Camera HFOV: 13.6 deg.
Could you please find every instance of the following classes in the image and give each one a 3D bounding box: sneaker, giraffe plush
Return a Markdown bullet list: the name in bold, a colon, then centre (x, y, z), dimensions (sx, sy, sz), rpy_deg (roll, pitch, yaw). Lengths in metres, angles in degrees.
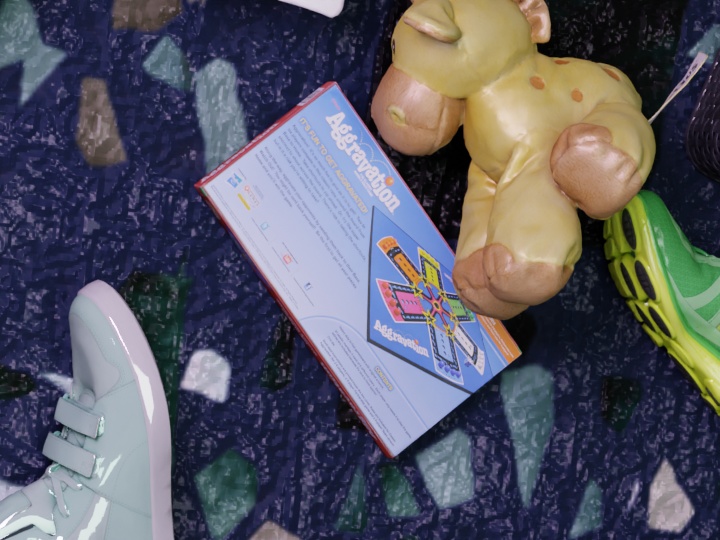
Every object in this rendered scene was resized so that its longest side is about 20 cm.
- **sneaker**: centre (-0.170, 0.111, 1.687), dimensions (0.117, 0.074, 0.202), rpy_deg (-9, 99, -23)
- **giraffe plush**: centre (0.079, -0.094, 1.723), dimensions (0.162, 0.173, 0.200), rpy_deg (37, 76, -7)
- **sneaker**: centre (0.216, 0.021, 1.813), dimensions (0.084, 0.074, 0.200), rpy_deg (-43, 114, -8)

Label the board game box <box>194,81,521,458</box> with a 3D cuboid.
- **board game box**: centre (0.000, 0.000, 1.766), dimensions (0.103, 0.019, 0.201), rpy_deg (-37, 104, -11)

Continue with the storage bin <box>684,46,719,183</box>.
- **storage bin**: centre (0.315, -0.087, 1.824), dimensions (0.199, 0.094, 0.136), rpy_deg (25, 86, -19)

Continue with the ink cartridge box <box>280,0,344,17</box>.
- **ink cartridge box**: centre (-0.044, -0.254, 1.709), dimensions (0.115, 0.068, 0.201), rpy_deg (17, 88, -18)
